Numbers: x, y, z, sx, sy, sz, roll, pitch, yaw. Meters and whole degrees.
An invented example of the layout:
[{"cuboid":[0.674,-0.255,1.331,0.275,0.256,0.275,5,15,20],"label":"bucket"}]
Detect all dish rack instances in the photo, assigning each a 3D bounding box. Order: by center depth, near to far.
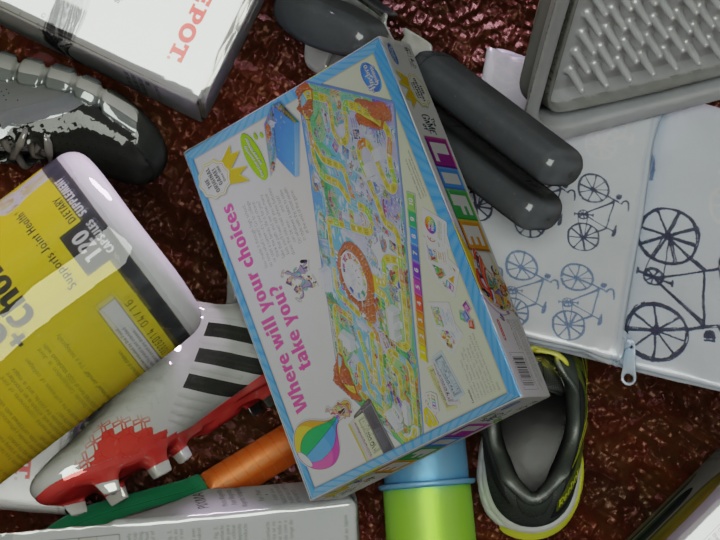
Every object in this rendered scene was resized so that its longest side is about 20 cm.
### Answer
[{"cuboid":[0.176,-0.153,1.244,0.199,0.172,0.044,-15,56,-21],"label":"dish rack"}]

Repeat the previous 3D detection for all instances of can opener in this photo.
[{"cuboid":[0.027,-0.090,1.252,0.200,0.067,0.054,40,115,35],"label":"can opener"}]

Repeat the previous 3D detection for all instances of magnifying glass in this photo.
[{"cuboid":[-0.100,0.130,1.279,0.199,0.080,0.022,-29,54,-11],"label":"magnifying glass"}]

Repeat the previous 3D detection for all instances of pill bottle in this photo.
[{"cuboid":[-0.186,0.041,1.171,0.200,0.112,0.112,-38,88,-5],"label":"pill bottle"}]

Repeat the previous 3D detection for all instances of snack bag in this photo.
[{"cuboid":[0.148,-0.025,1.270,0.199,0.021,0.189,15,57,-1],"label":"snack bag"}]

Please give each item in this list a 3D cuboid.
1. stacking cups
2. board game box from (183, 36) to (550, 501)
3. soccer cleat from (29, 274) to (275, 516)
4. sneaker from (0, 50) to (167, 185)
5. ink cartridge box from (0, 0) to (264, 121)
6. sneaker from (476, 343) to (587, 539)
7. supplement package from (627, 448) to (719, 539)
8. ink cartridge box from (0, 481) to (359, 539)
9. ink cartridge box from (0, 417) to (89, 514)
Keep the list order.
[{"cuboid":[0.030,0.098,1.285,0.060,0.061,0.201,-7,84,-2],"label":"stacking cups"},{"cuboid":[0.000,0.000,1.218,0.134,0.034,0.201,-27,75,26],"label":"board game box"},{"cuboid":[-0.105,0.058,1.243,0.200,0.069,0.085,-31,88,-38],"label":"soccer cleat"},{"cuboid":[-0.211,-0.063,1.266,0.199,0.075,0.116,24,64,9],"label":"sneaker"},{"cuboid":[-0.141,-0.190,1.283,0.199,0.084,0.145,26,86,2],"label":"ink cartridge box"},{"cuboid":[0.096,0.042,1.271,0.074,0.085,0.201,-4,80,-2],"label":"sneaker"},{"cuboid":[0.186,0.207,1.225,0.200,0.152,0.151,-44,88,-3],"label":"supplement package"},{"cuboid":[-0.097,0.201,1.250,0.199,0.057,0.163,-3,99,-7],"label":"ink cartridge box"},{"cuboid":[-0.244,0.050,1.267,0.199,0.085,0.146,5,87,-3],"label":"ink cartridge box"}]
